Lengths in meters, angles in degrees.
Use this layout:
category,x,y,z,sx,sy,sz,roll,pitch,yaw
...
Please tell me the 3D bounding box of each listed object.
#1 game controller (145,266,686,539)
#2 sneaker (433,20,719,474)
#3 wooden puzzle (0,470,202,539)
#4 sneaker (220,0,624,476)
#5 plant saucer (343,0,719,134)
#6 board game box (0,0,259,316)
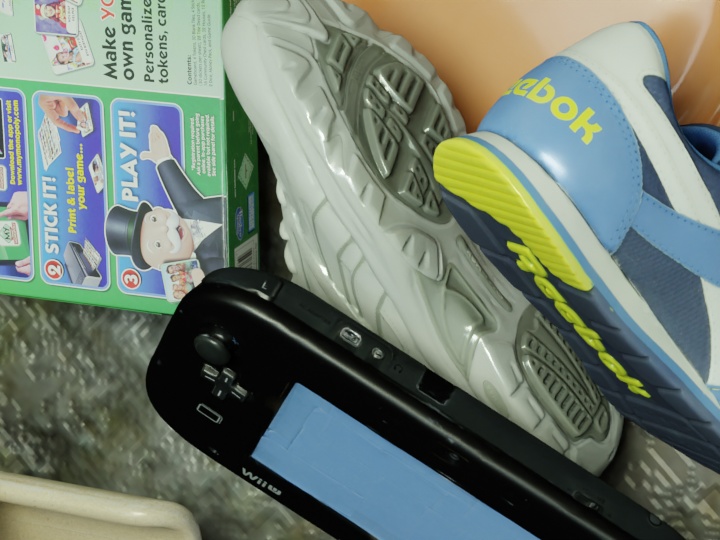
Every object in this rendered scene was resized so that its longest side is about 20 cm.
category,x,y,z,sx,sy,sz,roll,pitch,yaw
game controller,0.021,0.073,0.835,0.200,0.042,0.104,33,140,1
sneaker,0.108,0.004,0.817,0.082,0.200,0.074,-50,36,-14
wooden puzzle,-0.130,0.138,0.954,0.185,0.046,0.200,9,130,21
sneaker,0.000,0.000,0.855,0.099,0.078,0.200,-22,106,37
plant saucer,0.054,-0.106,0.878,0.200,0.037,0.201,3,98,23
board game box,-0.103,-0.087,0.886,0.134,0.029,0.200,7,110,21
